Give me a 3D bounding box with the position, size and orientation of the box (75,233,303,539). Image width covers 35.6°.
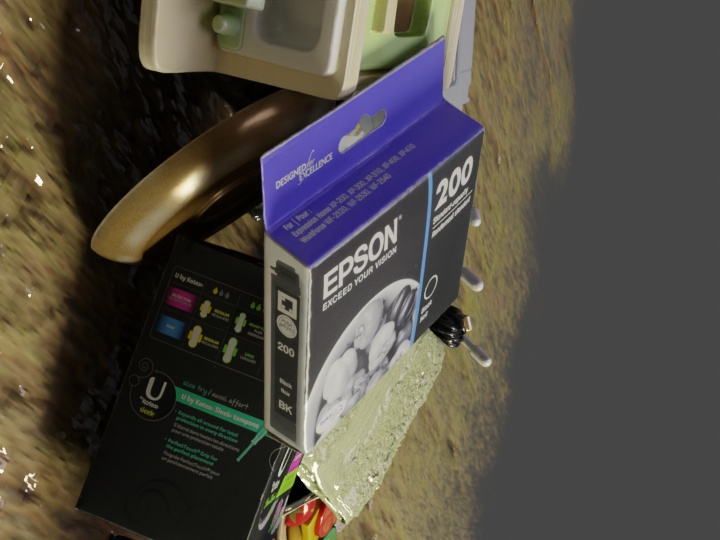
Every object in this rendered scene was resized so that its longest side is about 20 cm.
[{"bbox_3d":[-0.095,0.091,0.811,0.149,0.124,0.201,31,79,-83],"label":"box"}]

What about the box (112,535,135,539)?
[{"bbox_3d":[-0.117,0.308,0.832,0.107,0.199,0.149,70,37,-51],"label":"box"}]

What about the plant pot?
[{"bbox_3d":[-0.093,-0.060,0.771,0.028,0.200,0.200,54,27,5],"label":"plant pot"}]

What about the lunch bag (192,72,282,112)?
[{"bbox_3d":[-0.069,-0.220,0.818,0.165,0.117,0.200,-65,149,-24],"label":"lunch bag"}]

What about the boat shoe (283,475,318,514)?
[{"bbox_3d":[-0.045,0.170,1.019,0.201,0.074,0.063,-29,167,-31],"label":"boat shoe"}]

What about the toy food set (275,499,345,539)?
[{"bbox_3d":[-0.030,0.205,1.154,0.199,0.048,0.200,89,25,-49],"label":"toy food set"}]

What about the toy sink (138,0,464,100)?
[{"bbox_3d":[-0.022,-0.178,0.683,0.200,0.112,0.131,-16,119,-55],"label":"toy sink"}]

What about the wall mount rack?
[{"bbox_3d":[0.071,-0.022,0.955,0.200,0.074,0.175,74,16,-54],"label":"wall mount rack"}]

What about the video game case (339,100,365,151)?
[{"bbox_3d":[0.020,-0.114,0.942,0.201,0.018,0.143,-58,154,-22],"label":"video game case"}]

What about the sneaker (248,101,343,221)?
[{"bbox_3d":[-0.054,-0.140,0.953,0.201,0.098,0.071,-56,157,6],"label":"sneaker"}]

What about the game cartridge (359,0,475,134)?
[{"bbox_3d":[0.043,-0.206,0.867,0.133,0.041,0.201,-28,126,-52],"label":"game cartridge"}]

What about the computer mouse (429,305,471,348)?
[{"bbox_3d":[0.000,0.000,0.876,0.200,0.110,0.044,35,91,-36],"label":"computer mouse"}]

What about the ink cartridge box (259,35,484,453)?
[{"bbox_3d":[0.010,-0.019,0.700,0.198,0.043,0.201,-41,144,-43],"label":"ink cartridge box"}]

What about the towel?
[{"bbox_3d":[0.006,0.111,0.996,0.201,0.036,0.149,-59,138,-24],"label":"towel"}]
